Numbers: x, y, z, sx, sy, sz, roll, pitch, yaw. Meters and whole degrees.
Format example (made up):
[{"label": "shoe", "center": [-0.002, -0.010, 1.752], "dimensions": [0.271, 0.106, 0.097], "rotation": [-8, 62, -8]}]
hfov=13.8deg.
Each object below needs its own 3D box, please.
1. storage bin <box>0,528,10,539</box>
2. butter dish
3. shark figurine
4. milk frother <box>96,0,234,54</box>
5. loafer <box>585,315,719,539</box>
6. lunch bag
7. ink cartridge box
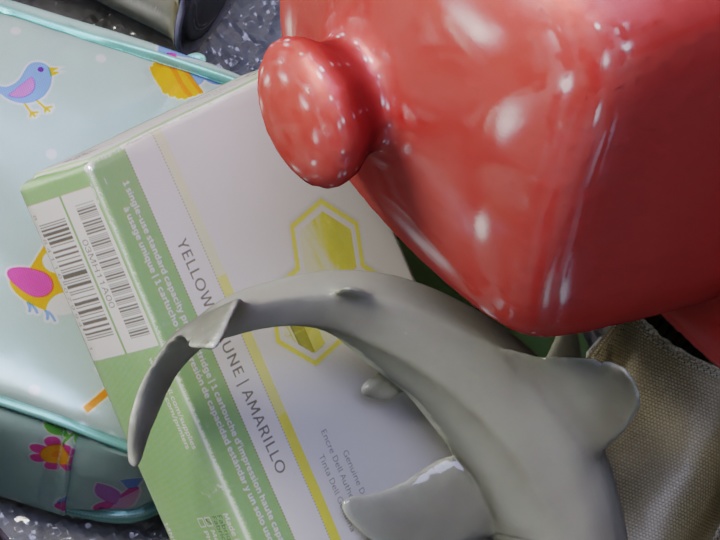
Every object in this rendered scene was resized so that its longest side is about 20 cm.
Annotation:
[{"label": "storage bin", "center": [-0.210, 0.075, 0.880], "dimensions": [0.135, 0.094, 0.200], "rotation": [-47, 109, -25]}, {"label": "butter dish", "center": [0.037, -0.067, 0.858], "dimensions": [0.147, 0.200, 0.200], "rotation": [-24, 58, -29]}, {"label": "shark figurine", "center": [0.034, 0.036, 0.896], "dimensions": [0.214, 0.089, 0.128], "rotation": [37, 59, -30]}, {"label": "milk frother", "center": [-0.099, -0.213, 1.038], "dimensions": [0.188, 0.200, 0.181], "rotation": [26, 58, 5]}, {"label": "loafer", "center": [0.100, 0.051, 1.004], "dimensions": [0.076, 0.068, 0.200], "rotation": [23, 62, 4]}, {"label": "lunch bag", "center": [-0.119, -0.013, 0.999], "dimensions": [0.199, 0.077, 0.161], "rotation": [18, 60, 1]}, {"label": "ink cartridge box", "center": [0.000, 0.000, 0.962], "dimensions": [0.200, 0.048, 0.146], "rotation": [-29, 99, -39]}]
